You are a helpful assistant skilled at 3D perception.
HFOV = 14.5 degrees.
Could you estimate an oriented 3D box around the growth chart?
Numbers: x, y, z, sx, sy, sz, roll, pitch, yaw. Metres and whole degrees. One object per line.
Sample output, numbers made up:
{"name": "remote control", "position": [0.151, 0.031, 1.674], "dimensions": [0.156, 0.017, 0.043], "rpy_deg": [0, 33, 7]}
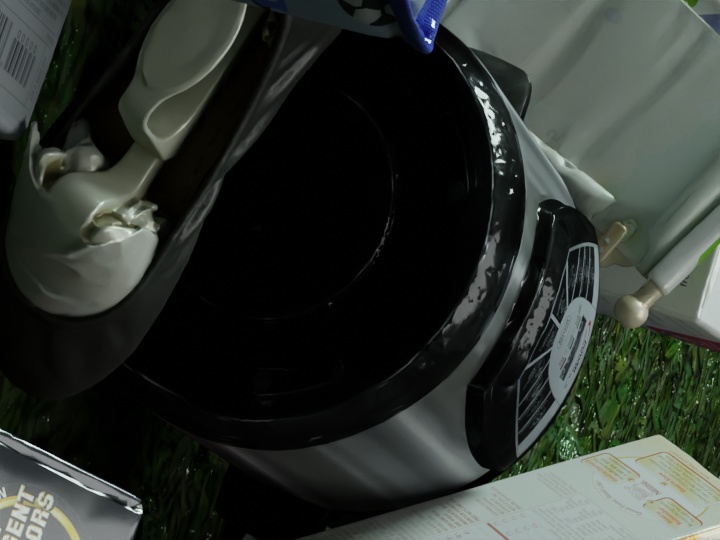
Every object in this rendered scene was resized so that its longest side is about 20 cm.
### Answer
{"name": "growth chart", "position": [0.105, -0.094, 1.147], "dimensions": [0.145, 0.200, 0.018], "rpy_deg": [-38, 157, 1]}

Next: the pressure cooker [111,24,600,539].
{"name": "pressure cooker", "position": [-0.002, -0.002, 1.063], "dimensions": [0.200, 0.175, 0.179], "rpy_deg": [47, 22, -68]}

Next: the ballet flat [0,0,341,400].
{"name": "ballet flat", "position": [-0.075, -0.043, 0.935], "dimensions": [0.200, 0.068, 0.068], "rpy_deg": [-57, 165, 13]}

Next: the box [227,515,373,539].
{"name": "box", "position": [0.055, 0.158, 1.261], "dimensions": [0.079, 0.200, 0.141], "rpy_deg": [-56, 159, -5]}

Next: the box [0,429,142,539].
{"name": "box", "position": [-0.163, 0.124, 0.777], "dimensions": [0.161, 0.049, 0.201], "rpy_deg": [30, 70, -30]}

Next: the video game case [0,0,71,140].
{"name": "video game case", "position": [-0.120, -0.157, 0.864], "dimensions": [0.200, 0.023, 0.183], "rpy_deg": [46, 60, -66]}

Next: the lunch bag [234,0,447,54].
{"name": "lunch bag", "position": [-0.026, -0.181, 0.819], "dimensions": [0.124, 0.169, 0.201], "rpy_deg": [68, 40, -62]}

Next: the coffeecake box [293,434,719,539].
{"name": "coffeecake box", "position": [0.047, 0.165, 1.056], "dimensions": [0.199, 0.073, 0.154], "rpy_deg": [-13, 119, -29]}

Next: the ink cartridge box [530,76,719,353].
{"name": "ink cartridge box", "position": [0.081, -0.034, 1.229], "dimensions": [0.083, 0.199, 0.146], "rpy_deg": [-72, 160, -2]}
